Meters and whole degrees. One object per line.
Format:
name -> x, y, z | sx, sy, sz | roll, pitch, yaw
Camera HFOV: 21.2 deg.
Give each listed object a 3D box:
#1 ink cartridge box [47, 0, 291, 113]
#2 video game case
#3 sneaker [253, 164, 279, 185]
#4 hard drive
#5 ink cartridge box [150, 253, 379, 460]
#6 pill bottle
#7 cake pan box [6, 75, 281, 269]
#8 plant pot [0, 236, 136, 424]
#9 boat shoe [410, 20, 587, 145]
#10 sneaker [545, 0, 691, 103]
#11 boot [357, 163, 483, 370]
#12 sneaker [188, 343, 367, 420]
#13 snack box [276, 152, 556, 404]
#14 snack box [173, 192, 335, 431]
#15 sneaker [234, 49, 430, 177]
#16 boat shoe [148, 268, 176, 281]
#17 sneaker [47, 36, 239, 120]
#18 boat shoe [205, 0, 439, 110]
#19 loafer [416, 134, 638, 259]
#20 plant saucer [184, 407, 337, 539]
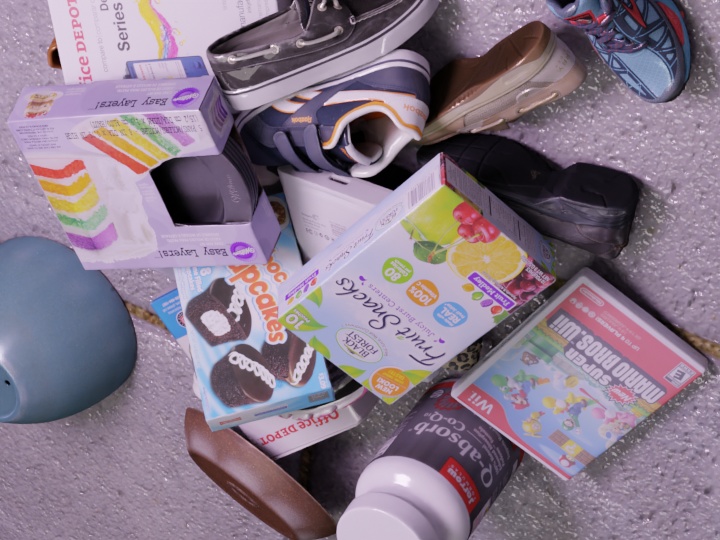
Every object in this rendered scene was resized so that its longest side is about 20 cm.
ink cartridge box -> -0.162, -0.213, 1.677 | 0.199, 0.088, 0.146 | -2, 123, 6
video game case -> 0.194, 0.097, 1.730 | 0.143, 0.017, 0.200 | 36, 130, -10
sneaker -> -0.157, -0.074, 1.790 | 0.199, 0.094, 0.070 | 6, 164, 37
hard drive -> 0.000, 0.000, 1.723 | 0.132, 0.026, 0.201 | 22, 141, 38
ink cartridge box -> -0.085, 0.069, 1.874 | 0.146, 0.084, 0.200 | -25, 106, 40
pill bottle -> 0.066, 0.199, 1.788 | 0.115, 0.200, 0.116 | 17, 129, 22
cake pan box -> -0.182, -0.082, 1.675 | 0.199, 0.052, 0.185 | -1, 137, 21
plant pot -> -0.356, 0.084, 2.027 | 0.199, 0.135, 0.201 | 17, 129, 23
boat shoe -> 0.108, -0.143, 1.614 | 0.065, 0.072, 0.200 | 35, 145, -22
sneaker -> 0.181, -0.206, 1.503 | 0.079, 0.096, 0.200 | -25, 105, 42
boot -> 0.039, -0.005, 1.754 | 0.203, 0.073, 0.154 | 27, 135, 17
sneaker -> -0.080, 0.080, 1.773 | 0.199, 0.074, 0.088 | 3, 126, 32
snack box -> 0.047, 0.011, 1.633 | 0.200, 0.053, 0.142 | -38, 119, 26
snack box -> -0.101, 0.036, 1.738 | 0.116, 0.201, 0.037 | -15, 155, 0
sneaker -> -0.030, -0.118, 1.635 | 0.199, 0.080, 0.078 | -21, 145, 33
boat shoe -> -0.197, -0.047, 1.878 | 0.200, 0.070, 0.071 | 23, 147, 51
sneaker -> -0.204, -0.162, 1.792 | 0.199, 0.085, 0.073 | 30, 131, 9
boat shoe -> -0.031, -0.202, 1.601 | 0.199, 0.071, 0.064 | -26, 125, 0
loafer -> 0.138, -0.060, 1.652 | 0.199, 0.073, 0.073 | 20, 134, 22
plant saucer -> -0.110, 0.216, 1.959 | 0.200, 0.037, 0.200 | 37, 167, 10
